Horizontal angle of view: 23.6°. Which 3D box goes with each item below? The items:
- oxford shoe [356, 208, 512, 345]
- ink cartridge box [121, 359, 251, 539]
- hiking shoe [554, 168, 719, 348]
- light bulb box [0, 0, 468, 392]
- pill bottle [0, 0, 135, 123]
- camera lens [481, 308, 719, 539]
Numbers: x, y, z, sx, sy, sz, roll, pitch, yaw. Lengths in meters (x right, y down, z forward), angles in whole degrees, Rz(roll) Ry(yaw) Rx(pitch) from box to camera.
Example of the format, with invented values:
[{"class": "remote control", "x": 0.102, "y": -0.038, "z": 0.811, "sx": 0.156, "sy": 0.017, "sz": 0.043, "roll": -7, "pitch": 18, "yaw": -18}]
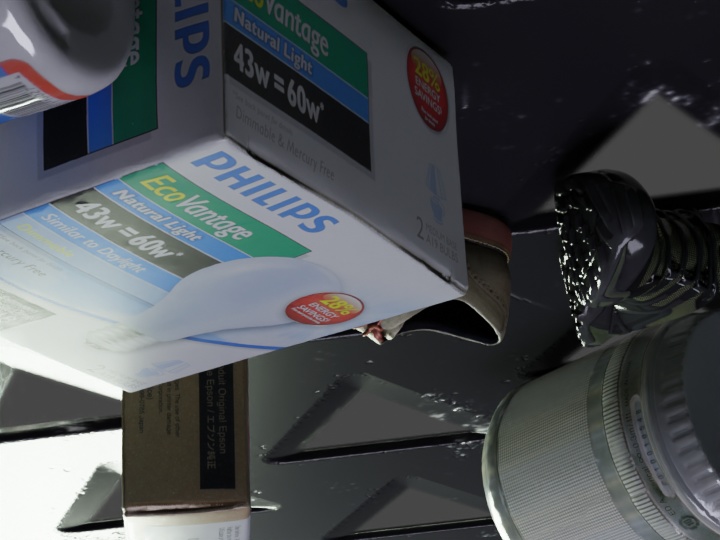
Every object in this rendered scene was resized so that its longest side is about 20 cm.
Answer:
[{"class": "oxford shoe", "x": 0.000, "y": 0.000, "z": 0.961, "sx": 0.198, "sy": 0.075, "sz": 0.070, "roll": 6, "pitch": 155, "yaw": -22}, {"class": "ink cartridge box", "x": -0.104, "y": 0.095, "z": 1.045, "sx": 0.074, "sy": 0.166, "sz": 0.200, "roll": -2, "pitch": 157, "yaw": -6}, {"class": "hiking shoe", "x": 0.165, "y": -0.016, "z": 0.979, "sx": 0.100, "sy": 0.076, "sz": 0.200, "roll": -15, "pitch": 165, "yaw": 2}, {"class": "light bulb box", "x": -0.085, "y": -0.048, "z": 0.778, "sx": 0.199, "sy": 0.126, "sz": 0.198, "roll": -17, "pitch": 153, "yaw": 28}, {"class": "pill bottle", "x": -0.197, "y": -0.098, "z": 0.664, "sx": 0.199, "sy": 0.113, "sz": 0.112, "roll": -13, "pitch": 155, "yaw": 20}, {"class": "camera lens", "x": 0.193, "y": 0.127, "z": 1.176, "sx": 0.159, "sy": 0.161, "sz": 0.200, "roll": 14, "pitch": 150, "yaw": -36}]
